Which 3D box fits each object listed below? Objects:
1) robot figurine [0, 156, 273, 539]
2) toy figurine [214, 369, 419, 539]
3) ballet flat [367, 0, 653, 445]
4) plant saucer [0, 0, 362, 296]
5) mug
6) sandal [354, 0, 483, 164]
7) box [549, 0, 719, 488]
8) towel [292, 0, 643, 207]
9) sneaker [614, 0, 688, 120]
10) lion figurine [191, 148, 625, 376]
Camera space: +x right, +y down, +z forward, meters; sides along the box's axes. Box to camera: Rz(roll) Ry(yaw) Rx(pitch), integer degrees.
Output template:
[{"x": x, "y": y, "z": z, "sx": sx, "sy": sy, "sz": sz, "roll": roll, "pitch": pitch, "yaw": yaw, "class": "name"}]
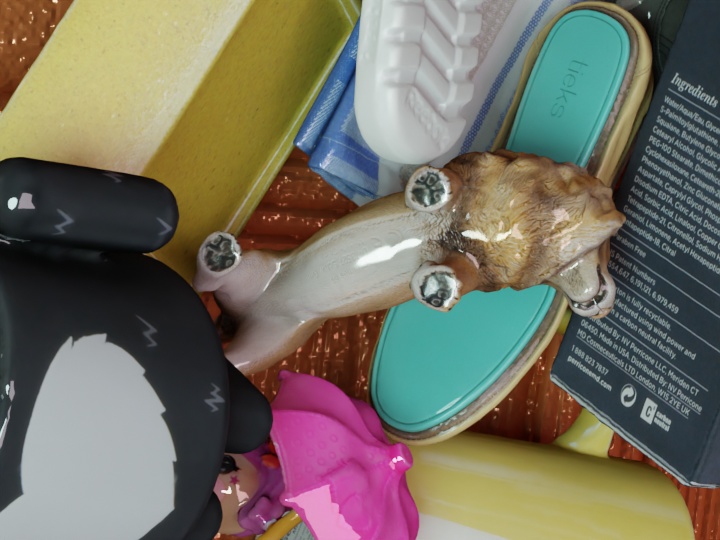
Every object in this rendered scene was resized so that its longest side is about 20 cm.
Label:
[{"x": -0.124, "y": 0.046, "z": 0.970, "sx": 0.200, "sy": 0.125, "sz": 0.151, "roll": 13, "pitch": 72, "yaw": -46, "class": "robot figurine"}, {"x": -0.066, "y": 0.115, "z": 1.117, "sx": 0.184, "sy": 0.200, "sz": 0.150, "roll": -39, "pitch": 120, "yaw": -18, "class": "toy figurine"}, {"x": 0.070, "y": -0.013, "z": 1.180, "sx": 0.200, "sy": 0.069, "sz": 0.063, "roll": -61, "pitch": 159, "yaw": -3, "class": "ballet flat"}, {"x": -0.061, "y": -0.068, "z": 1.090, "sx": 0.048, "sy": 0.200, "sz": 0.200, "roll": 31, "pitch": 84, "yaw": 14, "class": "plant saucer"}, {"x": 0.039, "y": 0.117, "z": 1.228, "sx": 0.153, "sy": 0.149, "sz": 0.187, "roll": 20, "pitch": 52, "yaw": -22, "class": "mug"}, {"x": 0.017, "y": -0.142, "z": 1.098, "sx": 0.082, "sy": 0.050, "sz": 0.203, "roll": 27, "pitch": 69, "yaw": -54, "class": "sandal"}, {"x": 0.192, "y": -0.016, "z": 1.171, "sx": 0.148, "sy": 0.107, "sz": 0.200, "roll": 8, "pitch": 108, "yaw": -35, "class": "box"}, {"x": 0.059, "y": -0.070, "z": 1.205, "sx": 0.200, "sy": 0.024, "sz": 0.147, "roll": 34, "pitch": 82, "yaw": -52, "class": "towel"}, {"x": 0.182, "y": -0.073, "z": 1.261, "sx": 0.200, "sy": 0.079, "sz": 0.075, "roll": 38, "pitch": 78, "yaw": -43, "class": "sneaker"}, {"x": 0.000, "y": 0.000, "z": 1.102, "sx": 0.200, "sy": 0.122, "sz": 0.073, "roll": -11, "pitch": 91, "yaw": 14, "class": "lion figurine"}]
